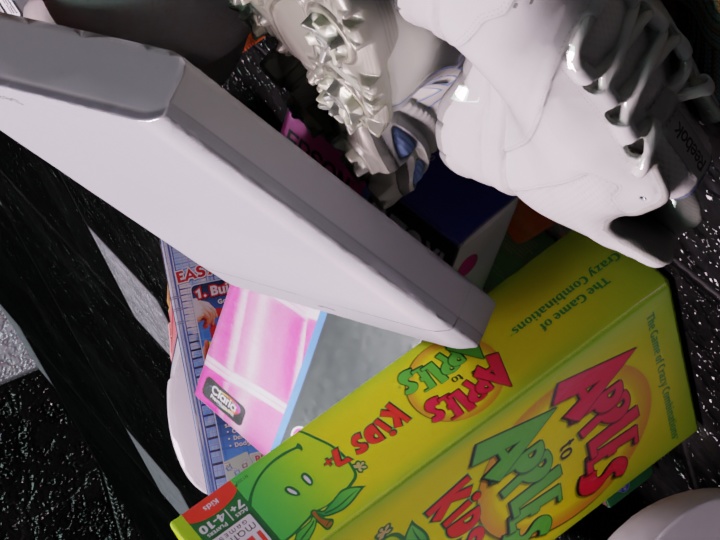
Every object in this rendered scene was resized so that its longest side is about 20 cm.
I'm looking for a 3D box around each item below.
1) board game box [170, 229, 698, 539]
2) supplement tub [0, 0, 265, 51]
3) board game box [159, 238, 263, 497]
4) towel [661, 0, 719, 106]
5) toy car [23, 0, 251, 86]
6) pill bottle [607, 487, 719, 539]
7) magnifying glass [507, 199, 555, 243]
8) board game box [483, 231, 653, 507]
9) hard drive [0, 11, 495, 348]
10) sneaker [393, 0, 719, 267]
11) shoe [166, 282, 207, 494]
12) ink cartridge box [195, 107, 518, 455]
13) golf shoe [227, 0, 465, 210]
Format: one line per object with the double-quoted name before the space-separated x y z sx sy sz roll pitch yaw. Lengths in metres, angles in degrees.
"board game box" 0.033 0.077 0.955 0.048 0.200 0.102 45 165 37
"supplement tub" -0.119 -0.167 1.062 0.200 0.122 0.122 56 168 -7
"board game box" -0.046 0.074 1.170 0.200 0.062 0.200 98 161 -80
"towel" 0.057 -0.145 0.703 0.147 0.022 0.200 47 166 33
"toy car" -0.107 -0.152 0.882 0.200 0.150 0.175 141 130 -78
"pill bottle" 0.133 0.148 0.974 0.112 0.112 0.200 52 167 12
"magnifying glass" 0.015 -0.098 0.990 0.200 0.022 0.080 57 167 -3
"board game box" 0.047 0.001 1.104 0.200 0.029 0.135 45 163 40
"hard drive" -0.055 -0.031 0.881 0.132 0.027 0.200 15 166 38
"sneaker" 0.066 -0.065 0.723 0.087 0.075 0.200 36 171 21
"shoe" -0.069 0.018 1.340 0.091 0.071 0.201 -167 77 -83
"ink cartridge box" 0.000 0.000 0.989 0.095 0.037 0.200 39 128 24
"golf shoe" 0.014 -0.089 0.800 0.078 0.097 0.200 50 178 9
